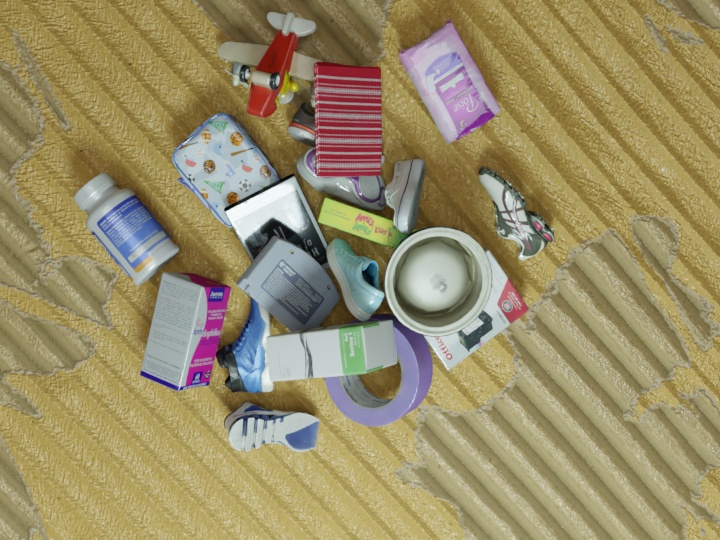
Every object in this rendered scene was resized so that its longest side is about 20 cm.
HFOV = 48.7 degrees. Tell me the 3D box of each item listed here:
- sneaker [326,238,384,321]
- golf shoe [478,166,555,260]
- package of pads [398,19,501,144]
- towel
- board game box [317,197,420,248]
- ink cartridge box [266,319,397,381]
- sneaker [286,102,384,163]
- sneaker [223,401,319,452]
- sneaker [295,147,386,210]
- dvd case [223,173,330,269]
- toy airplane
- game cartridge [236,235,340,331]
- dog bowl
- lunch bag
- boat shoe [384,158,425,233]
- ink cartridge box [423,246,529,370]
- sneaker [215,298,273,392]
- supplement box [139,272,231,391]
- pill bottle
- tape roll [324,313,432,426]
[{"bbox_3d":[0.000,0.000,1.482,0.082,0.202,0.073,-44,137,21],"label":"sneaker"},{"bbox_3d":[0.286,-0.111,1.537,0.088,0.077,0.200,-42,94,10],"label":"golf shoe"},{"bbox_3d":[0.168,-0.355,1.510,0.119,0.076,0.202,-30,95,5],"label":"package of pads"},{"bbox_3d":[-0.023,-0.274,1.451,0.142,0.022,0.205,-5,99,-30],"label":"towel"},{"bbox_3d":[0.019,-0.086,1.520,0.196,0.102,0.049,19,96,-3],"label":"board game box"},{"bbox_3d":[-0.052,0.143,1.430,0.196,0.146,0.086,-8,88,24],"label":"ink cartridge box"},{"bbox_3d":[-0.038,-0.264,1.518,0.197,0.077,0.083,21,86,-5],"label":"sneaker"},{"bbox_3d":[-0.184,0.299,1.569,0.196,0.115,0.082,8,98,-31],"label":"sneaker"},{"bbox_3d":[-0.035,-0.176,1.532,0.198,0.099,0.076,27,74,-25],"label":"sneaker"},{"bbox_3d":[-0.150,-0.064,1.521,0.148,0.025,0.202,-26,116,-1],"label":"dvd case"},{"bbox_3d":[-0.150,-0.378,1.486,0.196,0.142,0.202,-25,61,-11],"label":"toy airplane"},{"bbox_3d":[-0.129,0.031,1.511,0.133,0.041,0.200,-48,127,-5],"label":"game cartridge"},{"bbox_3d":[0.136,0.012,1.451,0.195,0.074,0.205,-1,104,-4],"label":"dog bowl"},{"bbox_3d":[-0.259,-0.191,1.521,0.160,0.076,0.201,-39,96,5],"label":"lunch bag"},{"bbox_3d":[0.077,-0.138,1.488,0.065,0.201,0.075,3,127,12],"label":"boat shoe"},{"bbox_3d":[0.203,0.074,1.548,0.199,0.083,0.147,-37,95,3],"label":"ink cartridge box"},{"bbox_3d":[-0.229,0.141,1.551,0.109,0.077,0.205,-3,102,-10],"label":"sneaker"},{"bbox_3d":[-0.333,0.114,1.520,0.102,0.101,0.204,15,96,24],"label":"supplement box"},{"bbox_3d":[-0.447,-0.083,1.509,0.112,0.112,0.201,-38,95,3],"label":"pill bottle"},{"bbox_3d":[0.034,0.188,1.519,0.196,0.085,0.205,1,92,25],"label":"tape roll"}]
